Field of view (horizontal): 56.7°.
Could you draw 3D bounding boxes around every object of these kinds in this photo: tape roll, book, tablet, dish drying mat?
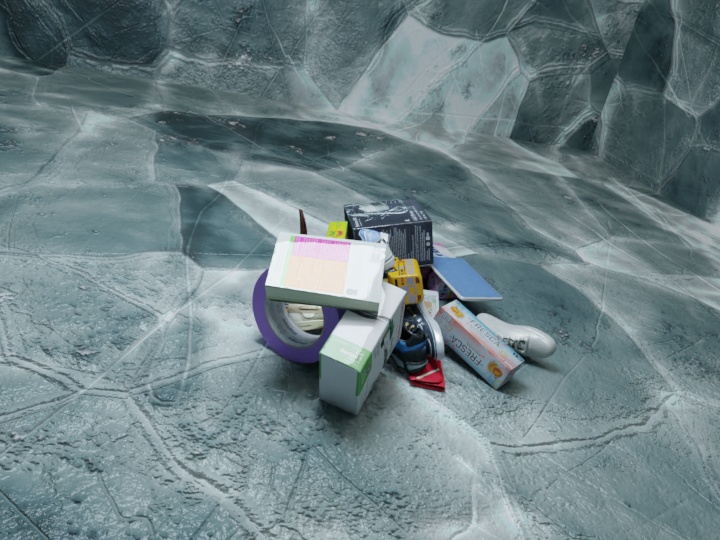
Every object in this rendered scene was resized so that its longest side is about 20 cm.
[{"bbox_3d":[-0.111,0.074,1.284,0.199,0.201,0.066,25,27,22],"label":"tape roll"},{"bbox_3d":[-0.058,-0.002,1.188,0.198,0.048,0.134,7,54,2],"label":"book"},{"bbox_3d":[0.250,0.020,1.651,0.129,0.014,0.200,2,30,-28],"label":"tablet"},{"bbox_3d":[0.133,0.182,1.401,0.076,0.018,0.200,11,25,-5],"label":"dish drying mat"}]

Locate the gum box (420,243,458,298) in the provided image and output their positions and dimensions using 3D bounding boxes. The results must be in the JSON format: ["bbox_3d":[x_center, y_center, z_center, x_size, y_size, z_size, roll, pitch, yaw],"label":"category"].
[{"bbox_3d":[0.201,-0.004,1.764,0.113,0.067,0.200,0,30,-29],"label":"gum box"}]

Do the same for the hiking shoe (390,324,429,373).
[{"bbox_3d":[0.053,0.135,1.364,0.199,0.087,0.074,16,23,27],"label":"hiking shoe"}]

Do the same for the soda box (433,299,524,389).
[{"bbox_3d":[0.244,0.154,1.413,0.200,0.064,0.068,44,36,22],"label":"soda box"}]

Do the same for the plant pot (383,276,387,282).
[{"bbox_3d":[0.013,0.009,1.646,0.198,0.028,0.200,-2,23,1],"label":"plant pot"}]

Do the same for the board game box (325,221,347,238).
[{"bbox_3d":[-0.057,-0.036,1.592,0.047,0.102,0.200,-1,24,3],"label":"board game box"}]

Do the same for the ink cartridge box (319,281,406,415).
[{"bbox_3d":[0.005,0.133,1.207,0.084,0.147,0.200,22,51,15],"label":"ink cartridge box"}]

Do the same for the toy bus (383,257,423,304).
[{"bbox_3d":[0.093,0.018,1.463,0.078,0.066,0.200,-8,12,3],"label":"toy bus"}]

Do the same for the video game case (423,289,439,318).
[{"bbox_3d":[0.092,0.088,1.546,0.181,0.023,0.200,7,25,2],"label":"video game case"}]

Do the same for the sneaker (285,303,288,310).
[{"bbox_3d":[-0.113,0.054,1.471,0.199,0.078,0.078,14,27,3],"label":"sneaker"}]

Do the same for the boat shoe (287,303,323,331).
[{"bbox_3d":[-0.054,0.084,1.401,0.198,0.065,0.072,-7,-1,-14],"label":"boat shoe"}]

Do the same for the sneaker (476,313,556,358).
[{"bbox_3d":[0.324,0.164,1.487,0.199,0.074,0.115,17,25,29],"label":"sneaker"}]

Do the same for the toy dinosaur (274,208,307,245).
[{"bbox_3d":[-0.114,-0.031,1.532,0.105,0.201,0.181,40,18,18],"label":"toy dinosaur"}]

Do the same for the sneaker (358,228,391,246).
[{"bbox_3d":[0.000,0.000,1.510,0.077,0.201,0.076,24,2,1],"label":"sneaker"}]

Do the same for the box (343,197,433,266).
[{"bbox_3d":[0.067,-0.092,1.686,0.195,0.125,0.200,-8,23,-6],"label":"box"}]

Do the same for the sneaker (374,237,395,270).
[{"bbox_3d":[-0.023,-0.006,1.413,0.199,0.071,0.073,-28,15,-19],"label":"sneaker"}]

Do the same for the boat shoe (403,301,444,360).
[{"bbox_3d":[0.106,0.124,1.402,0.090,0.071,0.201,-9,34,-12],"label":"boat shoe"}]
